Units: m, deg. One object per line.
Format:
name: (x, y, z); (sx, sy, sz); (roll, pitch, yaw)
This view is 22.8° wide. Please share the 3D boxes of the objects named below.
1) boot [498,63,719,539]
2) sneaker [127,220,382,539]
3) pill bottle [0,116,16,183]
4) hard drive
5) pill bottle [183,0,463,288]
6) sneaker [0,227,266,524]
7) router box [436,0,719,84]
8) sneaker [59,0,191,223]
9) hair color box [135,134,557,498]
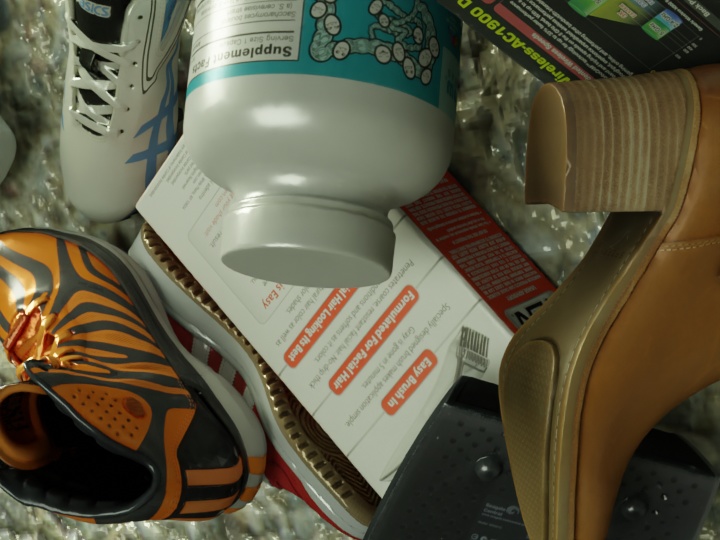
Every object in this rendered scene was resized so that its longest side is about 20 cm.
boot: (0.137, 0.024, 0.676); (0.074, 0.153, 0.202); (-127, 39, -67)
sneaker: (-0.063, 0.079, 0.876); (0.200, 0.071, 0.113); (48, 121, 24)
pill bottle: (-0.279, -0.114, 0.950); (0.200, 0.116, 0.117); (48, 124, 14)
hard drive: (0.061, 0.137, 0.782); (0.134, 0.042, 0.201); (15, 124, -8)
pill bottle: (-0.013, -0.098, 0.726); (0.110, 0.111, 0.202); (-4, 76, 36)
sneaker: (-0.138, 0.042, 0.818); (0.200, 0.112, 0.078); (37, 112, 31)
router box: (0.091, -0.146, 0.642); (0.199, 0.062, 0.150); (34, 131, -28)
sneaker: (-0.119, -0.113, 0.864); (0.072, 0.072, 0.201); (28, 118, 24)
hair color box: (0.000, 0.000, 0.816); (0.200, 0.064, 0.111); (49, 123, 16)
